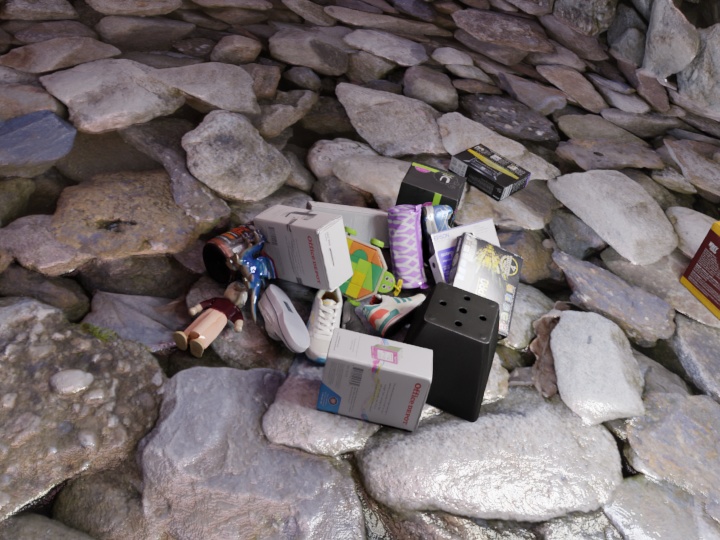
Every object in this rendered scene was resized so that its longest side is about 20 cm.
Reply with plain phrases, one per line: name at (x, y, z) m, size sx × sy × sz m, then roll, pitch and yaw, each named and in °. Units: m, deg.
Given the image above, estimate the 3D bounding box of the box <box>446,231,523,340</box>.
box at (0.275, 0.036, 1.638) m, size 0.159 × 0.049 × 0.202 m, roll 22°, pitch 68°, yaw -12°

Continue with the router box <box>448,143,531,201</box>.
router box at (0.388, -0.298, 2.182) m, size 0.199 × 0.053 × 0.156 m, roll 37°, pitch 43°, yaw 27°

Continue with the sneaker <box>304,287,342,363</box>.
sneaker at (-0.077, 0.108, 1.517) m, size 0.075 × 0.081 × 0.201 m, roll 9°, pitch 39°, yaw -8°

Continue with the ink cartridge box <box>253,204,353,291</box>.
ink cartridge box at (-0.123, -0.051, 1.557) m, size 0.198 × 0.147 × 0.085 m, roll 14°, pitch 36°, yaw 40°

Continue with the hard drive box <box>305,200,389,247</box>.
hard drive box at (-0.033, -0.114, 1.757) m, size 0.197 × 0.078 × 0.156 m, roll 7°, pitch 9°, yaw -9°

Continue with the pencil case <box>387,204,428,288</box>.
pencil case at (0.110, -0.053, 1.680) m, size 0.083 × 0.203 × 0.085 m, roll -23°, pitch 22°, yaw -38°

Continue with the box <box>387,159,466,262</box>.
box at (0.161, -0.143, 1.801) m, size 0.147 × 0.202 × 0.125 m, roll 19°, pitch 38°, yaw 8°

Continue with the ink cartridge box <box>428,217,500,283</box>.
ink cartridge box at (0.257, -0.006, 1.699) m, size 0.196 × 0.043 × 0.203 m, roll -14°, pitch 87°, yaw -31°

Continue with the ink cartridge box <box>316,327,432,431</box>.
ink cartridge box at (0.028, 0.207, 1.373) m, size 0.197 × 0.146 × 0.085 m, roll 14°, pitch 36°, yaw 1°

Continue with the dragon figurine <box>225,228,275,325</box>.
dragon figurine at (-0.218, 0.005, 1.525) m, size 0.099 × 0.059 × 0.202 m, roll -13°, pitch 74°, yaw -41°

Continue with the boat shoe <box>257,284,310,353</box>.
boat shoe at (-0.162, 0.112, 1.500) m, size 0.073 × 0.065 × 0.201 m, roll 32°, pitch 17°, yaw -36°

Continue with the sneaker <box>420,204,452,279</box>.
sneaker at (0.188, -0.062, 1.711) m, size 0.076 × 0.202 × 0.076 m, roll -15°, pitch 34°, yaw -9°

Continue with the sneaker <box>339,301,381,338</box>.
sneaker at (0.006, 0.152, 1.509) m, size 0.103 × 0.060 × 0.201 m, roll 9°, pitch 43°, yaw -5°

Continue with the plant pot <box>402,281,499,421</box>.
plant pot at (0.186, 0.147, 1.471) m, size 0.198 × 0.179 × 0.200 m, roll 21°, pitch 39°, yaw 8°

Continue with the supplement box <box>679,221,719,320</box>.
supplement box at (0.975, 0.006, 1.864) m, size 0.131 × 0.202 × 0.198 m, roll -7°, pitch 42°, yaw -24°

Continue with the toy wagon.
toy wagon at (0.000, 0.000, 1.621) m, size 0.198 × 0.157 × 0.040 m, roll 23°, pitch 2°, yaw 11°

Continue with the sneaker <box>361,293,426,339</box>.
sneaker at (0.074, 0.077, 1.583) m, size 0.093 × 0.071 × 0.199 m, roll 37°, pitch 31°, yaw 16°

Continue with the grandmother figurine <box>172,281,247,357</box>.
grandmother figurine at (-0.293, 0.093, 1.491) m, size 0.120 × 0.061 × 0.201 m, roll 29°, pitch 42°, yaw 5°

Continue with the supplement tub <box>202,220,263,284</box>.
supplement tub at (-0.253, -0.052, 1.642) m, size 0.106 × 0.108 × 0.199 m, roll 34°, pitch 42°, yaw 25°
